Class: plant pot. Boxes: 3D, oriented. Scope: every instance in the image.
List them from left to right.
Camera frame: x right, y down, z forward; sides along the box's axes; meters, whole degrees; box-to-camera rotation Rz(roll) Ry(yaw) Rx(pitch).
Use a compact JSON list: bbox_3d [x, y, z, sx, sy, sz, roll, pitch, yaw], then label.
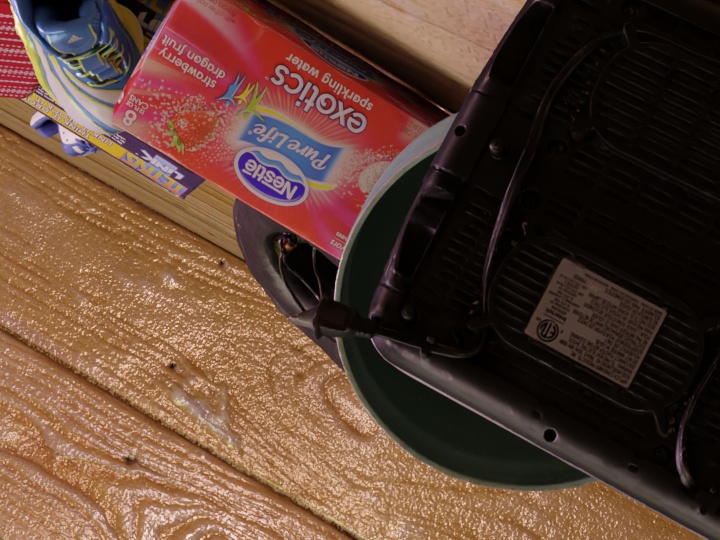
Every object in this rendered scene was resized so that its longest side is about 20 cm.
[{"bbox_3d":[0.087,-0.006,0.866,0.199,0.201,0.135,31,-158,-11],"label":"plant pot"}]

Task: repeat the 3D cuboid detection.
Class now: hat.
[{"bbox_3d":[0.000,0.000,1.137,0.200,0.081,0.201,42,156,23],"label":"hat"}]

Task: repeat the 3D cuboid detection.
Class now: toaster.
[{"bbox_3d":[0.109,-0.007,0.641,0.198,0.182,0.119,27,176,15],"label":"toaster"}]

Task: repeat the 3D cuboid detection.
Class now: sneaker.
[{"bbox_3d":[-0.179,-0.143,0.997,0.106,0.075,0.201,-102,-5,-48],"label":"sneaker"},{"bbox_3d":[-0.295,-0.161,1.880,0.199,0.089,0.075,24,171,36],"label":"sneaker"}]

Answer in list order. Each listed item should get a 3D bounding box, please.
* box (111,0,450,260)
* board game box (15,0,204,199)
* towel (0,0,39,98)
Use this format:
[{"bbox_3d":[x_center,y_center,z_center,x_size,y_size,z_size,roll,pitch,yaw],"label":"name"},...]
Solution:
[{"bbox_3d":[-0.039,-0.089,0.993,0.199,0.100,0.096,31,-166,-10],"label":"box"},{"bbox_3d":[-0.174,-0.149,1.220,0.199,0.057,0.165,32,152,-18],"label":"board game box"},{"bbox_3d":[-0.279,-0.160,1.118,0.143,0.023,0.200,4,167,-18],"label":"towel"}]
